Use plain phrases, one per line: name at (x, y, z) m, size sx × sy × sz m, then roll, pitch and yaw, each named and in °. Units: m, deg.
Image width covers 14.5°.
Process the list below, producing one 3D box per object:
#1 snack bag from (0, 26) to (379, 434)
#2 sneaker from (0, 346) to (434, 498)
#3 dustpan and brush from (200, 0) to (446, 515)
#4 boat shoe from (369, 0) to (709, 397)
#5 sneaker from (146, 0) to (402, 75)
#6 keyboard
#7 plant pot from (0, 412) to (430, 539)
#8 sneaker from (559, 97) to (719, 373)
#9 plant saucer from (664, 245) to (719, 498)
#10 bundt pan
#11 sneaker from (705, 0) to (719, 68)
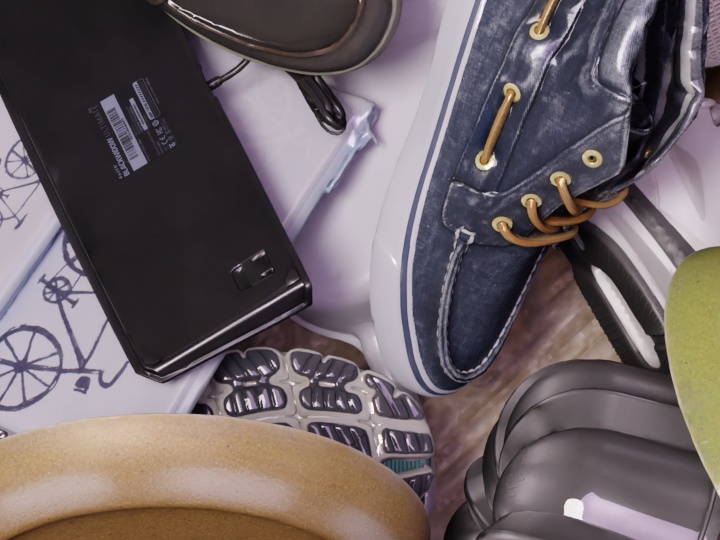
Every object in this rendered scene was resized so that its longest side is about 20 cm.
snack bag at (-0.117, -0.022, 1.114) m, size 0.199 × 0.021 × 0.189 m, roll 24°, pitch 73°, yaw 25°
sneaker at (-0.068, 0.075, 1.119) m, size 0.199 × 0.080 × 0.078 m, roll -6°, pitch 83°, yaw 8°
dustpan and brush at (0.000, 0.000, 1.136) m, size 0.139 × 0.057 × 0.201 m, roll -13°, pitch 77°, yaw 21°
boat shoe at (0.066, -0.035, 1.052) m, size 0.091 × 0.071 × 0.201 m, roll 25°, pitch 112°, yaw 36°
sneaker at (-0.083, -0.133, 1.042) m, size 0.199 × 0.106 × 0.075 m, roll 33°, pitch 104°, yaw 11°
keyboard at (-0.068, -0.063, 1.101) m, size 0.127 × 0.021 × 0.201 m, roll -30°, pitch 63°, yaw 4°
plant pot at (-0.072, 0.112, 1.060) m, size 0.199 × 0.200 × 0.028 m, roll -4°, pitch 59°, yaw 3°
sneaker at (0.121, -0.056, 1.137) m, size 0.115 × 0.076 × 0.201 m, roll -25°, pitch 77°, yaw -18°
plant saucer at (0.187, 0.069, 1.020) m, size 0.031 × 0.200 × 0.201 m, roll -38°, pitch 83°, yaw 30°
bundt pan at (0.067, 0.120, 1.043) m, size 0.075 × 0.202 × 0.203 m, roll 21°, pitch 86°, yaw -2°
sneaker at (0.205, -0.129, 1.076) m, size 0.199 × 0.077 × 0.085 m, roll -29°, pitch 46°, yaw 4°
